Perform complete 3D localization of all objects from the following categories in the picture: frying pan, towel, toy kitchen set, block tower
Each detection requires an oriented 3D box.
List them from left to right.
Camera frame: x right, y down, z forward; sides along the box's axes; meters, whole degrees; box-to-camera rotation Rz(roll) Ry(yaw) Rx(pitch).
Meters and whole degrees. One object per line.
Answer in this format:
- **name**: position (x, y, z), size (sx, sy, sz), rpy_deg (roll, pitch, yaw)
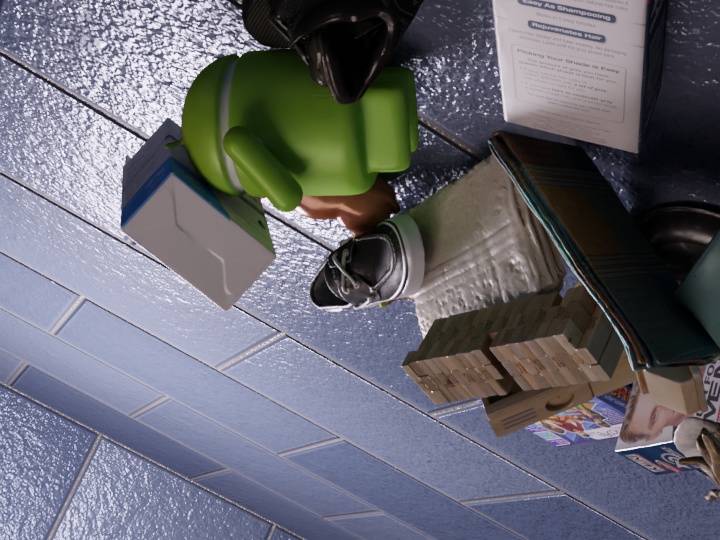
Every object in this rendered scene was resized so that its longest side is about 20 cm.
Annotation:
- **towel**: position (0.100, -0.016, 1.009), size (0.034, 0.134, 0.199), rpy_deg (-9, 168, -32)
- **block tower**: position (0.122, 0.063, 0.942), size (0.054, 0.058, 0.199), rpy_deg (48, 143, -20)
- **toy kitchen set**: position (0.179, 0.073, 0.982), size (0.178, 0.165, 0.201), rpy_deg (-23, 144, 6)
- **towel**: position (0.179, -0.014, 0.835), size (0.022, 0.201, 0.146), rpy_deg (-42, 155, 27)
- **frying pan**: position (0.317, -0.011, 0.945), size (0.188, 0.031, 0.115), rpy_deg (9, 154, 38)

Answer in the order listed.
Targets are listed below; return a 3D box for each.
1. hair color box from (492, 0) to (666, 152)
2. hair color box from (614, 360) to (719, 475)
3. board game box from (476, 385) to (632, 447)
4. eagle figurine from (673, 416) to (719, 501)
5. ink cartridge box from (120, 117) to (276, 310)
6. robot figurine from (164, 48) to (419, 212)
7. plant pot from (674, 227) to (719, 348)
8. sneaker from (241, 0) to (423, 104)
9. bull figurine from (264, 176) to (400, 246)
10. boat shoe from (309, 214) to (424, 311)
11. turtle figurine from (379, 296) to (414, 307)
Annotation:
- **hair color box**: position (0.138, -0.164, 0.721), size (0.099, 0.061, 0.201), rpy_deg (16, 156, 19)
- **hair color box**: position (0.342, 0.137, 1.142), size (0.060, 0.101, 0.200), rpy_deg (28, 157, -14)
- **board game box**: position (0.244, 0.158, 1.367), size (0.134, 0.035, 0.200), rpy_deg (30, 157, -16)
- **eagle figurine**: position (0.377, 0.130, 0.970), size (0.151, 0.199, 0.152), rpy_deg (46, 167, 19)
- **ink cartridge box**: position (-0.145, -0.060, 1.009), size (0.115, 0.067, 0.200), rpy_deg (39, -169, -23)
- **robot figurine**: position (-0.054, -0.118, 0.926), size (0.197, 0.176, 0.117), rpy_deg (-1, 116, 12)
- **plant pot**: position (0.329, 0.018, 0.795), size (0.187, 0.201, 0.201), rpy_deg (36, 160, 14)
- **sneaker**: position (-0.035, -0.175, 0.823), size (0.198, 0.115, 0.076), rpy_deg (1, 147, 48)
- **bull figurine**: position (-0.059, -0.087, 1.100), size (0.198, 0.066, 0.121), rpy_deg (28, 159, -5)
- **boat shoe**: position (0.000, 0.000, 1.085), size (0.067, 0.073, 0.200), rpy_deg (-12, 174, -22)
- **turtle figurine**: position (0.084, -0.007, 1.133), size (0.159, 0.065, 0.202), rpy_deg (7, 132, 35)
